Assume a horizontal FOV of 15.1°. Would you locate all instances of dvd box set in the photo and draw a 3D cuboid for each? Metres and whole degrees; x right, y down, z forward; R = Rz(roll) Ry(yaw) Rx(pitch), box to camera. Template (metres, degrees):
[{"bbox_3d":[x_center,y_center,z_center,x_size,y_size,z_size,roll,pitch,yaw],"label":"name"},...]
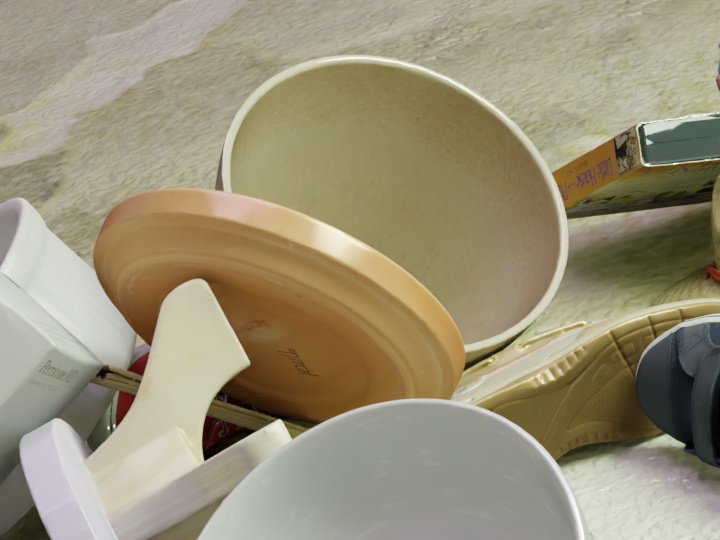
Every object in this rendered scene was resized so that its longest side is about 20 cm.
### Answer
[{"bbox_3d":[0.204,-0.067,1.685,0.146,0.029,0.200,-8,-6,-15],"label":"dvd box set"}]

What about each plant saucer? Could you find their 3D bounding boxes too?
[{"bbox_3d":[-0.045,0.027,1.394,0.200,0.200,0.032,0,57,39],"label":"plant saucer"}]

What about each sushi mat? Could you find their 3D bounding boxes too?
[{"bbox_3d":[-0.074,0.076,1.462,0.200,0.012,0.096,19,-5,-30],"label":"sushi mat"}]

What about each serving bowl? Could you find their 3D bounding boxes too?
[{"bbox_3d":[0.017,0.157,1.169,0.200,0.066,0.200,-16,50,20],"label":"serving bowl"}]

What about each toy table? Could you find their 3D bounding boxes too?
[{"bbox_3d":[-0.083,0.111,1.327,0.117,0.184,0.200,-29,9,-2],"label":"toy table"}]

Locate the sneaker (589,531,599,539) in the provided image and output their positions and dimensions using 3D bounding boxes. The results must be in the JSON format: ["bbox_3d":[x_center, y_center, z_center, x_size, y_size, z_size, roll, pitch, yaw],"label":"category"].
[{"bbox_3d":[0.061,0.137,1.265,0.077,0.080,0.200,-38,41,-10],"label":"sneaker"}]

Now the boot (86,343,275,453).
[{"bbox_3d":[-0.068,0.069,1.590,0.144,0.073,0.200,-6,16,21],"label":"boot"}]

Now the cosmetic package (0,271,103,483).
[{"bbox_3d":[-0.227,0.090,1.330,0.200,0.081,0.113,-48,-10,2],"label":"cosmetic package"}]

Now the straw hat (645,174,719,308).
[{"bbox_3d":[0.244,-0.024,1.586,0.201,0.085,0.201,-13,18,4],"label":"straw hat"}]

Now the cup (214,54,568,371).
[{"bbox_3d":[0.000,0.000,1.538,0.200,0.200,0.143,-27,-21,-34],"label":"cup"}]

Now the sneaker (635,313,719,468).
[{"bbox_3d":[0.205,0.069,1.348,0.200,0.079,0.079,5,20,43],"label":"sneaker"}]

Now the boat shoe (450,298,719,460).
[{"bbox_3d":[0.113,0.058,1.464,0.200,0.074,0.069,-20,24,-12],"label":"boat shoe"}]

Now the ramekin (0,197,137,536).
[{"bbox_3d":[-0.216,0.066,1.543,0.200,0.098,0.201,-45,17,19],"label":"ramekin"}]

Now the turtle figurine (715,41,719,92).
[{"bbox_3d":[0.324,-0.163,1.667,0.200,0.144,0.194,2,-10,-3],"label":"turtle figurine"}]
